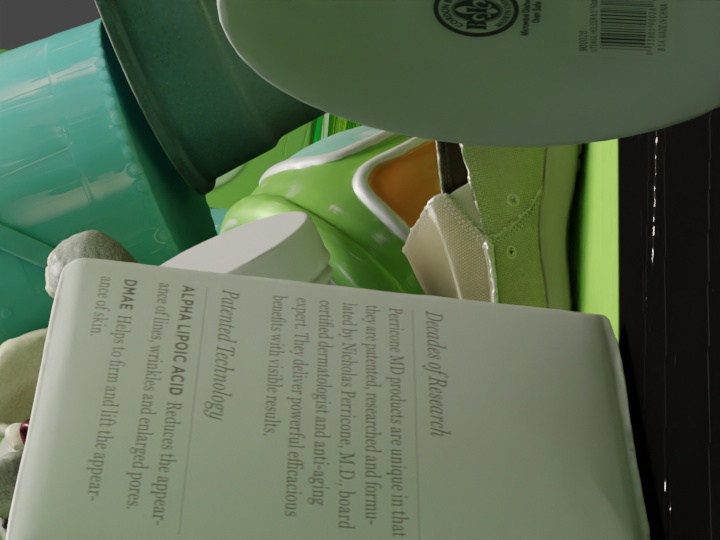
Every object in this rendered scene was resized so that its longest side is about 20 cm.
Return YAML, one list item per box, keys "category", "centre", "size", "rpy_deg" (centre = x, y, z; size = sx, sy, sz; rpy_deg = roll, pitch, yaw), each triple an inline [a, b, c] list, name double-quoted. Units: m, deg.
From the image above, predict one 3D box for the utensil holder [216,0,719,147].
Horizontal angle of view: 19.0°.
- category: "utensil holder"
  centre: [0.042, -0.157, 0.610]
  size: [0.170, 0.169, 0.201]
  rpy_deg: [108, 167, -69]

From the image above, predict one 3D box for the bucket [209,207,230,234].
- category: "bucket"
  centre: [-0.039, 0.059, 1.395]
  size: [0.207, 0.134, 0.208]
  rpy_deg: [1, -90, -86]

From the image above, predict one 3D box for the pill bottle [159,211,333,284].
- category: "pill bottle"
  centre: [-0.019, 0.082, 0.894]
  size: [0.109, 0.109, 0.200]
  rpy_deg: [-103, -11, -78]

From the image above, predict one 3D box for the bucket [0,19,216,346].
- category: "bucket"
  centre: [-0.165, -0.031, 1.176]
  size: [0.207, 0.135, 0.208]
  rpy_deg: [-21, -90, -84]

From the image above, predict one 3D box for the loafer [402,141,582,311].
- category: "loafer"
  centre: [0.051, 0.002, 0.894]
  size: [0.076, 0.068, 0.201]
  rpy_deg: [108, 168, -69]

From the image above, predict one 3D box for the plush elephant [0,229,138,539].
- category: "plush elephant"
  centre: [-0.128, 0.091, 1.026]
  size: [0.165, 0.155, 0.200]
  rpy_deg: [69, -165, 14]

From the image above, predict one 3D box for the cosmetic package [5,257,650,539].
- category: "cosmetic package"
  centre: [-0.017, 0.114, 0.739]
  size: [0.165, 0.199, 0.165]
  rpy_deg: [-91, 9, -57]

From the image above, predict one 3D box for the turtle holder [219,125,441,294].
- category: "turtle holder"
  centre: [0.008, 0.005, 1.046]
  size: [0.132, 0.141, 0.186]
  rpy_deg: [-46, -20, -22]

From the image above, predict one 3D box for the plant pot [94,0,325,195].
- category: "plant pot"
  centre: [-0.034, -0.168, 1.171]
  size: [0.200, 0.196, 0.201]
  rpy_deg: [-21, -90, -86]
